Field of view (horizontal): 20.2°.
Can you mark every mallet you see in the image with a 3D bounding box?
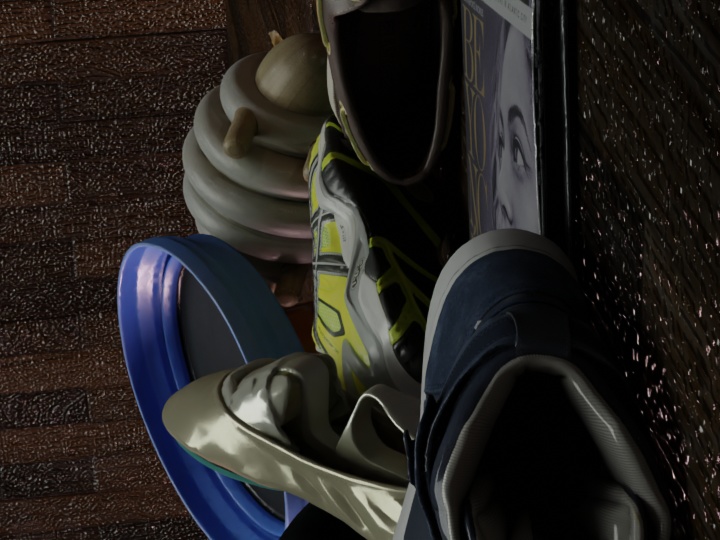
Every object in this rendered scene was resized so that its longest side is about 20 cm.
[{"bbox_3d":[-0.030,0.192,0.932,0.066,0.041,0.201,-59,-17,-53],"label":"mallet"}]

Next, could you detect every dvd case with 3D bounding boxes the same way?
[{"bbox_3d":[0.059,-0.022,0.782,0.149,0.016,0.201,-113,20,-73],"label":"dvd case"}]

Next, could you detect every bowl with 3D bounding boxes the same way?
[{"bbox_3d":[-0.078,0.073,1.165,0.201,0.039,0.202,43,144,42],"label":"bowl"}]

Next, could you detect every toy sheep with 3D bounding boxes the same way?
[{"bbox_3d":[-0.048,-0.056,1.225,0.138,0.137,0.201,-102,26,-50],"label":"toy sheep"}]

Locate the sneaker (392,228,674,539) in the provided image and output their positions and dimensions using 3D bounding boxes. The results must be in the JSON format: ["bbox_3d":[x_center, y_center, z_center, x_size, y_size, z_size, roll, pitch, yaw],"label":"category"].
[{"bbox_3d":[0.052,0.103,0.664,0.146,0.076,0.204,-106,14,-73],"label":"sneaker"}]

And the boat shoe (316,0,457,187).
[{"bbox_3d":[0.011,-0.130,0.915,0.060,0.071,0.201,-112,13,-50],"label":"boat shoe"}]

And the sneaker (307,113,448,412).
[{"bbox_3d":[0.000,0.000,0.973,0.077,0.075,0.201,-52,29,30],"label":"sneaker"}]

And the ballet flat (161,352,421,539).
[{"bbox_3d":[-0.007,0.071,0.870,0.199,0.069,0.070,23,129,33],"label":"ballet flat"}]

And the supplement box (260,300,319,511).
[{"bbox_3d":[-0.028,0.123,1.246,0.067,0.068,0.201,-17,-91,-80],"label":"supplement box"}]
